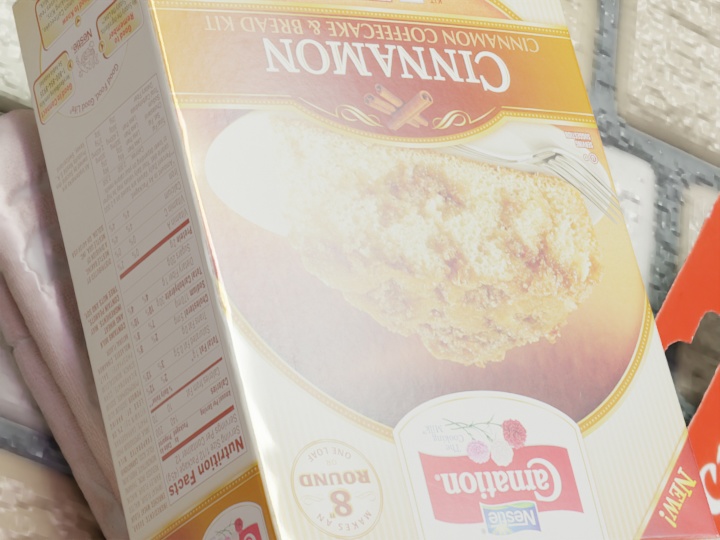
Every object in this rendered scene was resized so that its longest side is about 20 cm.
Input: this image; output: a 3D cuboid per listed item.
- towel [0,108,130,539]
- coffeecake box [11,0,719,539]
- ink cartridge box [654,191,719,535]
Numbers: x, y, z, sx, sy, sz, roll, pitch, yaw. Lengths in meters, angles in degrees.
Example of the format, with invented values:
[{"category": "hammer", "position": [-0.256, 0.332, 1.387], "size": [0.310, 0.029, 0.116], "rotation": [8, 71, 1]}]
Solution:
[{"category": "towel", "position": [-0.012, 0.019, 0.880], "size": [0.199, 0.032, 0.192], "rotation": [-19, 76, -41]}, {"category": "coffeecake box", "position": [0.000, 0.000, 0.829], "size": [0.153, 0.073, 0.201], "rotation": [1, 65, -37]}, {"category": "ink cartridge box", "position": [0.170, 0.083, 0.938], "size": [0.200, 0.050, 0.162], "rotation": [49, 46, -18]}]
